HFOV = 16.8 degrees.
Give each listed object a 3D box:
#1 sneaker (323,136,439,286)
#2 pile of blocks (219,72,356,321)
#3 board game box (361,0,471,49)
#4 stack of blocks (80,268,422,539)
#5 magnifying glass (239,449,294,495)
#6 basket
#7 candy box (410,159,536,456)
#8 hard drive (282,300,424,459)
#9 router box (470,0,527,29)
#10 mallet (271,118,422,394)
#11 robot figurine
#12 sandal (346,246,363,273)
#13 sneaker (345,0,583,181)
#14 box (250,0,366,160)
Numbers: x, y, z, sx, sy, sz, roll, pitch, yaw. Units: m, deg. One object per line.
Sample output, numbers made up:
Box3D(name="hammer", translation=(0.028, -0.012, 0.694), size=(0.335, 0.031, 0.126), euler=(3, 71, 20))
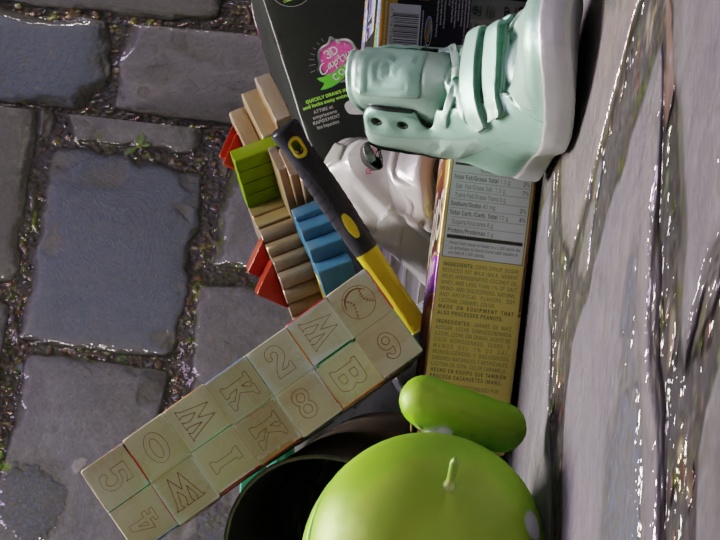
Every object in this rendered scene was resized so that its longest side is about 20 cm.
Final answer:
Box3D(name="sneaker", translation=(0.029, -0.041, 1.588), size=(0.200, 0.099, 0.078), euler=(61, -137, -60))
Box3D(name="pile of blocks", translation=(-0.050, -0.026, 1.563), size=(0.082, 0.062, 0.200), euler=(87, 160, -72))
Box3D(name="board game box", translation=(0.037, -0.211, 1.436), size=(0.165, 0.057, 0.200), euler=(-153, 67, -87))
Box3D(name="stack of blocks", translation=(-0.063, 0.085, 1.424), size=(0.059, 0.200, 0.115), euler=(55, 174, 4))
Box3D(name="magnifying glass", translation=(-0.059, 0.184, 1.552), size=(0.080, 0.022, 0.200), euler=(-58, -32, -66))
Box3D(name="basket", translation=(0.008, 0.167, 1.488), size=(0.180, 0.136, 0.200), euler=(55, -168, -5))
Box3D(name="candy box", translation=(0.067, 0.004, 1.437), size=(0.117, 0.056, 0.200), euler=(160, 118, -89))
Box3D(name="hard drive", translation=(0.000, 0.091, 1.656), size=(0.200, 0.027, 0.132), euler=(-29, -30, -52))
Box3D(name="router box", translation=(0.091, -0.231, 1.500), size=(0.157, 0.052, 0.200), euler=(-86, 3, -61))
Box3D(name="mallet", translation=(0.000, 0.000, 1.506), size=(0.066, 0.200, 0.041), euler=(-41, 9, -2))
Box3D(name="robot figurine", translation=(0.028, 0.143, 1.203), size=(0.200, 0.116, 0.176), euler=(106, 175, -77))
Box3D(name="sandal", translation=(0.003, 0.031, 1.763), size=(0.043, 0.200, 0.076), euler=(-46, 28, -13))
Box3D(name="sneaker", translation=(0.051, -0.098, 1.278), size=(0.200, 0.118, 0.074), euler=(107, 171, -73))
Box3D(name="box", translation=(0.004, -0.135, 1.787), size=(0.149, 0.124, 0.200), euler=(113, 140, -83))
